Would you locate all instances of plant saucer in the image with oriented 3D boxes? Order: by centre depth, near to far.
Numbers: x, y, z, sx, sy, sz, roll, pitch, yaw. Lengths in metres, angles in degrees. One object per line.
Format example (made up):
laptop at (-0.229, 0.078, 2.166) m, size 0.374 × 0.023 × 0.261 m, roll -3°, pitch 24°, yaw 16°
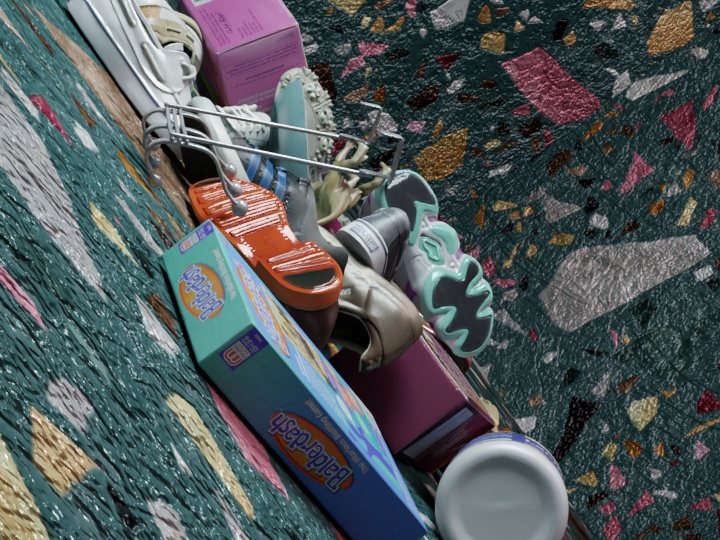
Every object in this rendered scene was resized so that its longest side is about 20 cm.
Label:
plant saucer at (-0.070, -0.081, 1.742) m, size 0.200 × 0.027 × 0.201 m, roll 179°, pitch -90°, yaw -84°

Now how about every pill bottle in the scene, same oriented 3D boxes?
pill bottle at (0.128, 0.204, 1.643) m, size 0.116 × 0.116 × 0.200 m, roll 54°, pitch 3°, yaw 4°

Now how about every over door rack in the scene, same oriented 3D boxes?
over door rack at (-0.073, -0.090, 1.452) m, size 0.148 × 0.199 × 0.067 m, roll -116°, pitch -154°, yaw -72°

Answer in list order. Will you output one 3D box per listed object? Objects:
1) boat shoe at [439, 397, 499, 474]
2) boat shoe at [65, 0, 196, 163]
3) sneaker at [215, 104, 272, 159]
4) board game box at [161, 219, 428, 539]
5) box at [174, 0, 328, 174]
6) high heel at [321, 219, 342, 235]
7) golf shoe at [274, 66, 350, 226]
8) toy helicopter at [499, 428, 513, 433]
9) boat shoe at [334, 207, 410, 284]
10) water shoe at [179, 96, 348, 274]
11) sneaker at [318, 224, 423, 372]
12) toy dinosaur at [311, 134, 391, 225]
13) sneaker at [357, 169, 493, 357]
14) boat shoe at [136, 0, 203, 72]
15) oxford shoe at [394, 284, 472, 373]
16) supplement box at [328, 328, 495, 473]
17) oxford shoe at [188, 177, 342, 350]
boat shoe at (0.104, 0.163, 1.868) m, size 0.201 × 0.074 × 0.076 m, roll 60°, pitch -35°, yaw 4°
boat shoe at (-0.180, -0.177, 1.625) m, size 0.200 × 0.065 × 0.074 m, roll 54°, pitch 3°, yaw -3°
sneaker at (-0.131, -0.138, 1.802) m, size 0.071 × 0.080 × 0.200 m, roll 56°, pitch 6°, yaw 15°
board game box at (-0.044, 0.078, 1.182) m, size 0.200 × 0.045 × 0.152 m, roll 52°, pitch 4°, yaw -29°
box at (-0.122, -0.216, 2.009) m, size 0.176 × 0.096 × 0.201 m, roll -122°, pitch -166°, yaw -47°
high heel at (0.000, 0.019, 1.877) m, size 0.200 × 0.067 × 0.096 m, roll 39°, pitch 53°, yaw -39°
golf shoe at (-0.075, -0.115, 1.941) m, size 0.097 × 0.078 × 0.201 m, roll 8°, pitch -72°, yaw 47°
toy helicopter at (0.128, 0.216, 2.042) m, size 0.132 × 0.079 × 0.200 m, roll 46°, pitch -11°, yaw 29°
boat shoe at (0.000, 0.000, 1.699) m, size 0.072 × 0.068 × 0.200 m, roll 49°, pitch -27°, yaw 14°
water shoe at (-0.085, -0.065, 1.581) m, size 0.201 × 0.079 × 0.071 m, roll 61°, pitch -33°, yaw 6°
sneaker at (-0.041, 0.015, 1.613) m, size 0.200 × 0.075 × 0.071 m, roll 32°, pitch -38°, yaw 24°
toy dinosaur at (-0.019, -0.075, 1.782) m, size 0.058 × 0.101 × 0.200 m, roll 42°, pitch 4°, yaw -16°
sneaker at (0.057, 0.003, 1.862) m, size 0.201 × 0.077 × 0.140 m, roll 66°, pitch -24°, yaw 3°
boat shoe at (-0.202, -0.225, 1.840) m, size 0.200 × 0.074 × 0.069 m, roll 48°, pitch 26°, yaw -71°
oxford shoe at (0.048, 0.037, 1.948) m, size 0.200 × 0.075 × 0.071 m, roll 34°, pitch -33°, yaw 22°
supplement box at (0.052, 0.116, 1.723) m, size 0.111 × 0.086 × 0.200 m, roll 54°, pitch 3°, yaw 16°
oxford shoe at (-0.084, -0.008, 1.474) m, size 0.200 × 0.071 × 0.073 m, roll 48°, pitch -35°, yaw 44°
